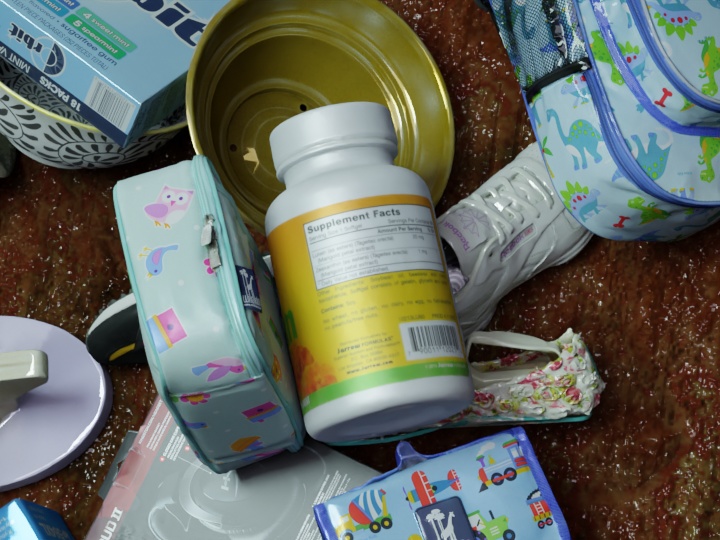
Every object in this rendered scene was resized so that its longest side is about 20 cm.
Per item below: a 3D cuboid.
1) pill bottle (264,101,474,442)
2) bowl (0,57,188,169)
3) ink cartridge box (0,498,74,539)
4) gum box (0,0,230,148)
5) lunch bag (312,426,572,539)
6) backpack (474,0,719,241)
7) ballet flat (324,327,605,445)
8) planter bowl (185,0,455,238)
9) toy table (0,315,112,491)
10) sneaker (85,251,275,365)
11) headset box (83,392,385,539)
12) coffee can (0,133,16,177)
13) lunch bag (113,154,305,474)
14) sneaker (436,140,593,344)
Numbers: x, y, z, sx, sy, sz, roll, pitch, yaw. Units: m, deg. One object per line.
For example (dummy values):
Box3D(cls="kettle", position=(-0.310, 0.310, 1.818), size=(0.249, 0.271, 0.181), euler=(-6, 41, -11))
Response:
Box3D(cls="pill bottle", position=(0.000, 0.000, 1.368), size=(0.110, 0.111, 0.201), euler=(-14, 76, 8))
Box3D(cls="bowl", position=(-0.206, -0.136, 1.529), size=(0.199, 0.094, 0.202), euler=(16, 42, -15))
Box3D(cls="ink cartridge box", position=(-0.228, 0.281, 1.449), size=(0.146, 0.084, 0.201), euler=(-35, 71, 1))
Box3D(cls="gum box", position=(-0.171, -0.189, 1.496), size=(0.170, 0.200, 0.045), euler=(37, 129, 9))
Box3D(cls="lunch bag", position=(0.067, 0.204, 1.375), size=(0.150, 0.094, 0.201), euler=(-21, 79, -9))
Box3D(cls="backpack", position=(0.196, -0.128, 1.406), size=(0.147, 0.182, 0.201), euler=(-28, 71, 50))
Box3D(cls="ballet flat", position=(0.065, 0.073, 1.439), size=(0.198, 0.076, 0.064), euler=(-7, 108, -2))
Box3D(cls="planter bowl", position=(-0.041, -0.096, 1.487), size=(0.199, 0.083, 0.202), euler=(7, 72, -23))
Box3D(cls="toy table", position=(-0.288, 0.084, 1.496), size=(0.199, 0.117, 0.185), euler=(-18, 73, 8))
Box3D(cls="sneaker", position=(-0.094, 0.048, 1.487), size=(0.199, 0.070, 0.091), euler=(-17, 70, 5))
Box3D(cls="headset box", position=(-0.087, 0.172, 1.451), size=(0.199, 0.077, 0.150), euler=(23, 81, 17))
Box3D(cls="coffee can", position=(-0.370, -0.108, 1.545), size=(0.199, 0.146, 0.147), euler=(-17, 73, 7))
Box3D(cls="lunch bag", position=(-0.093, 0.025, 1.354), size=(0.077, 0.200, 0.161), euler=(-14, 61, 3))
Box3D(cls="sneaker", position=(0.099, -0.025, 1.451), size=(0.075, 0.100, 0.200), euler=(41, 86, 20))
